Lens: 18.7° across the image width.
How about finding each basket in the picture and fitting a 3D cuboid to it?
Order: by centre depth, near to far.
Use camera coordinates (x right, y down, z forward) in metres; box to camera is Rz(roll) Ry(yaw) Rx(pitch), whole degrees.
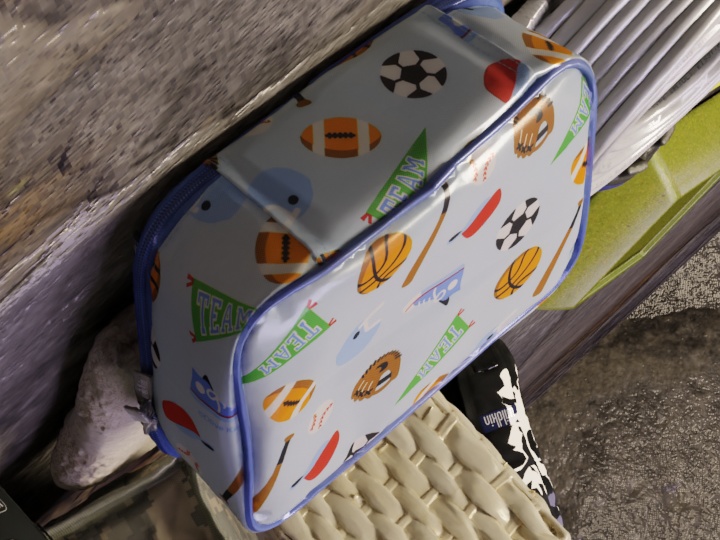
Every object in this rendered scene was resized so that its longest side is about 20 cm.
[{"bbox_3d":[0.013,0.137,1.232,0.136,0.200,0.123,-41,166,-15],"label":"basket"}]

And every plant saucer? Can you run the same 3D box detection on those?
[{"bbox_3d":[0.222,-0.049,1.747,0.200,0.048,0.200,-49,169,35],"label":"plant saucer"}]

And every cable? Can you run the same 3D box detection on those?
[{"bbox_3d":[0.132,-0.109,1.004,0.200,0.069,0.200,-43,171,0],"label":"cable"}]

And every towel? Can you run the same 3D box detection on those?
[{"bbox_3d":[-0.043,0.007,0.905,0.200,0.034,0.133,-37,168,-28],"label":"towel"}]

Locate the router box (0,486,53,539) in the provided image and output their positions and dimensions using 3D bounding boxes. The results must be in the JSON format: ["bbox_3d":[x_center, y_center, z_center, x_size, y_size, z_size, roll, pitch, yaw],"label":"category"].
[{"bbox_3d":[-0.151,0.164,0.783,0.062,0.150,0.200,-47,170,20],"label":"router box"}]

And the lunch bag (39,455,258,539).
[{"bbox_3d":[-0.133,0.170,0.973,0.200,0.118,0.164,-31,173,-2],"label":"lunch bag"}]

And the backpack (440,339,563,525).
[{"bbox_3d":[0.032,0.159,1.432,0.200,0.191,0.154,-38,-174,-27],"label":"backpack"}]

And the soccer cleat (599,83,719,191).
[{"bbox_3d":[0.163,-0.113,1.211,0.200,0.065,0.084,-43,-158,-30],"label":"soccer cleat"}]

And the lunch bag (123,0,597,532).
[{"bbox_3d":[0.000,0.000,0.811,0.200,0.076,0.160,-37,151,-25],"label":"lunch bag"}]
